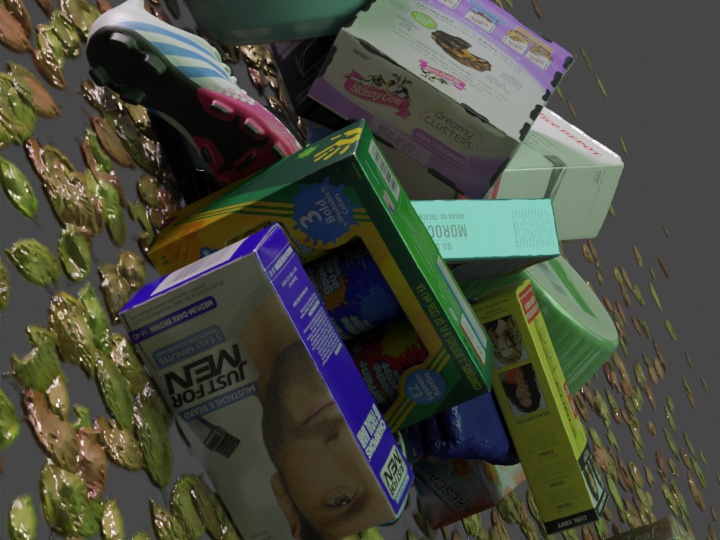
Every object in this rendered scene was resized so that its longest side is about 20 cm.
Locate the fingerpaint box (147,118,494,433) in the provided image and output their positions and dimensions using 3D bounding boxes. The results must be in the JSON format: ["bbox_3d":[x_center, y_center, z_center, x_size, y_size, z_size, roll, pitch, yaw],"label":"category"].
[{"bbox_3d":[-0.024,0.023,1.088,0.200,0.166,0.073,60,18,-19],"label":"fingerpaint box"}]

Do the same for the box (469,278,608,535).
[{"bbox_3d":[0.147,0.111,1.281,0.201,0.050,0.075,69,17,-1],"label":"box"}]

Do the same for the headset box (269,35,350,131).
[{"bbox_3d":[-0.002,-0.224,1.455,0.174,0.093,0.200,18,42,-47],"label":"headset box"}]

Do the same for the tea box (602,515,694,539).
[{"bbox_3d":[0.216,0.345,1.298,0.134,0.200,0.197,46,27,-44],"label":"tea box"}]

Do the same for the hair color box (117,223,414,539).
[{"bbox_3d":[-0.060,0.084,1.015,0.200,0.109,0.065,61,20,-13],"label":"hair color box"}]

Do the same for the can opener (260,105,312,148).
[{"bbox_3d":[-0.053,-0.071,1.261,0.200,0.063,0.079,48,10,-49],"label":"can opener"}]

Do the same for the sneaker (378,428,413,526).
[{"bbox_3d":[0.003,0.115,1.231,0.090,0.078,0.201,71,15,-49],"label":"sneaker"}]

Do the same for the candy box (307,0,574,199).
[{"bbox_3d":[0.071,-0.163,1.282,0.167,0.072,0.200,33,34,2],"label":"candy box"}]

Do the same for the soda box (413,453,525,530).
[{"bbox_3d":[0.106,0.175,1.409,0.069,0.063,0.200,67,19,4],"label":"soda box"}]

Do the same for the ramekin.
[{"bbox_3d":[0.147,0.035,1.438,0.200,0.098,0.200,41,17,-15],"label":"ramekin"}]

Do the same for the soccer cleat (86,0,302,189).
[{"bbox_3d":[-0.105,-0.124,1.117,0.200,0.070,0.086,39,34,-13],"label":"soccer cleat"}]

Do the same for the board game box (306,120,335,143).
[{"bbox_3d":[0.016,-0.107,1.532,0.200,0.037,0.152,54,23,-32],"label":"board game box"}]

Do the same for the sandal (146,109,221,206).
[{"bbox_3d":[-0.097,-0.053,1.162,0.201,0.048,0.075,63,20,-8],"label":"sandal"}]

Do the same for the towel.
[{"bbox_3d":[0.073,0.087,1.249,0.200,0.049,0.148,23,49,-68],"label":"towel"}]

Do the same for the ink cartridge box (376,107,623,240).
[{"bbox_3d":[0.112,-0.090,1.379,0.199,0.083,0.146,-4,32,-38],"label":"ink cartridge box"}]

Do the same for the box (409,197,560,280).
[{"bbox_3d":[0.049,-0.022,1.200,0.199,0.082,0.049,-2,78,-28],"label":"box"}]

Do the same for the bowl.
[{"bbox_3d":[-0.068,-0.246,1.287,0.201,0.200,0.105,-42,126,-69],"label":"bowl"}]
